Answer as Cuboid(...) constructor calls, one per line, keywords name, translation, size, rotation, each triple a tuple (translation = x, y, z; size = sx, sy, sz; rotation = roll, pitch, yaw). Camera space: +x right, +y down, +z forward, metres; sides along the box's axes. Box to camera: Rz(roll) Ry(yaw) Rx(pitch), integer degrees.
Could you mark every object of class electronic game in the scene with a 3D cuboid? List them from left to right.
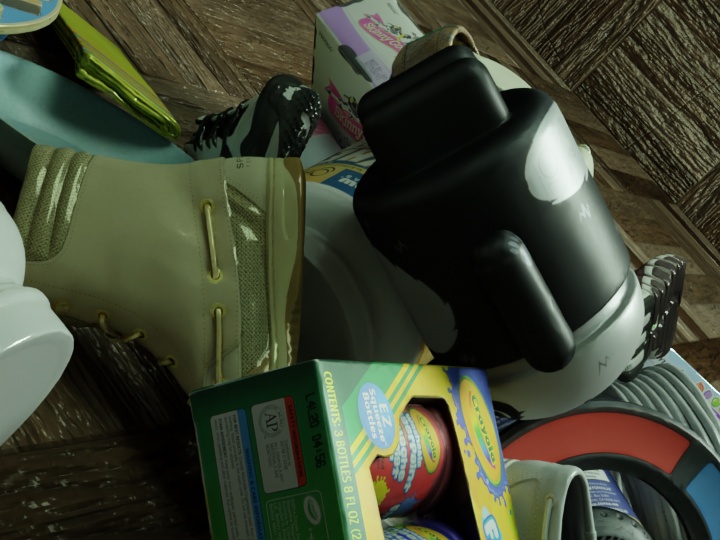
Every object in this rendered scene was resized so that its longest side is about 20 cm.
Cuboid(name="electronic game", translation=(0.132, 0.173, 0.741), size=(0.200, 0.200, 0.042), rotation=(42, -6, -8))

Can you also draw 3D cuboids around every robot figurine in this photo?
Cuboid(name="robot figurine", translation=(0.071, -0.015, 0.707), size=(0.150, 0.124, 0.201), rotation=(-48, 116, -43))

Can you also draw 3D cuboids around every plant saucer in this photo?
Cuboid(name="plant saucer", translation=(-0.171, -0.071, 0.802), size=(0.200, 0.039, 0.201), rotation=(31, 13, -8))

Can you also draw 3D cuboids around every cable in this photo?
Cuboid(name="cable", translation=(0.202, 0.169, 0.904), size=(0.201, 0.068, 0.201), rotation=(91, -12, -48))

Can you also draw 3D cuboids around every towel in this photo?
Cuboid(name="towel", translation=(-0.186, -0.150, 0.943), size=(0.086, 0.018, 0.200), rotation=(39, 5, -32))

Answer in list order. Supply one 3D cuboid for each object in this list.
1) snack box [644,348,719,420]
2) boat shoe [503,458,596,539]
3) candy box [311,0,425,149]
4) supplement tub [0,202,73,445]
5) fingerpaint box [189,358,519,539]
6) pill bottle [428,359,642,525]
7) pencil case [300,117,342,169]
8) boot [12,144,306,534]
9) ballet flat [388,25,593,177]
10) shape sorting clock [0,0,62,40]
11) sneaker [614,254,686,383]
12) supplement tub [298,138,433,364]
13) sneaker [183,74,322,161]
Cuboid(name="snack box", translation=(0.191, 0.086, 1.083), size=(0.169, 0.068, 0.200), rotation=(43, -12, -6))
Cuboid(name="boat shoe", translation=(0.103, 0.197, 0.676), size=(0.072, 0.068, 0.202), rotation=(4, 79, -52))
Cuboid(name="candy box", translation=(0.026, -0.093, 1.060), size=(0.071, 0.201, 0.168), rotation=(-22, 59, -20))
Cuboid(name="supplement tub", translation=(-0.212, -0.010, 0.466), size=(0.200, 0.145, 0.145), rotation=(48, 19, 7))
Cuboid(name="fingerpaint box", translation=(0.014, 0.146, 0.597), size=(0.166, 0.073, 0.202), rotation=(11, 66, -59))
Cuboid(name="pill bottle", translation=(0.103, 0.137, 0.864), size=(0.111, 0.112, 0.201), rotation=(26, 27, -42))
Cuboid(name="pencil case", translation=(-0.026, -0.047, 1.022), size=(0.201, 0.083, 0.091), rotation=(56, 6, 27))
Cuboid(name="boot", translation=(-0.109, 0.036, 0.677), size=(0.154, 0.203, 0.073), rotation=(4, -4, -2))
Cuboid(name="ballet flat", translation=(0.099, -0.067, 0.803), size=(0.200, 0.067, 0.068), rotation=(47, 36, -9))
Cuboid(name="shape sorting clock", translation=(-0.284, -0.204, 0.829), size=(0.198, 0.039, 0.201), rotation=(26, 24, -12))
Cuboid(name="sneaker", translation=(0.158, 0.020, 0.921), size=(0.114, 0.077, 0.200), rotation=(12, 10, 23))
Cuboid(name="supplement tub", translation=(0.000, 0.000, 0.826), size=(0.145, 0.145, 0.200), rotation=(47, 39, 8))
Cuboid(name="sneaker", translation=(-0.083, -0.078, 0.887), size=(0.080, 0.074, 0.200), rotation=(34, -25, -3))
